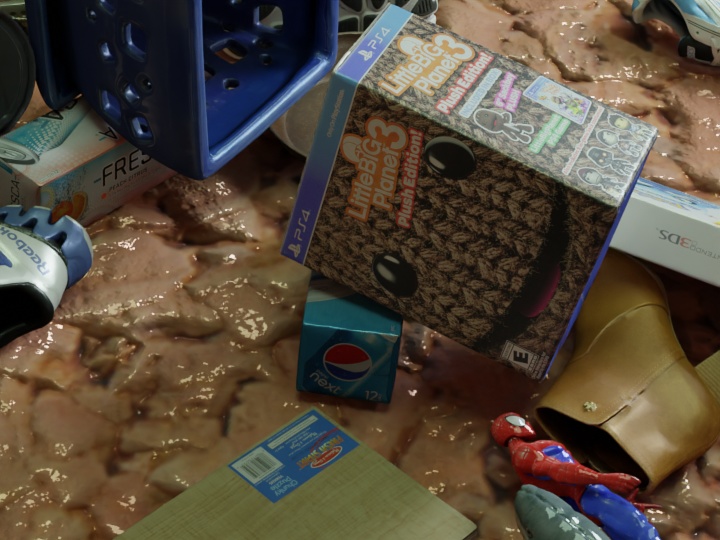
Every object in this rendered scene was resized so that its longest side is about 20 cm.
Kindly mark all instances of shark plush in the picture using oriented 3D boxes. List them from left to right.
[{"bbox_3d":[0.157,0.200,1.069,0.090,0.084,0.200,-17,30,-22],"label":"shark plush"}]

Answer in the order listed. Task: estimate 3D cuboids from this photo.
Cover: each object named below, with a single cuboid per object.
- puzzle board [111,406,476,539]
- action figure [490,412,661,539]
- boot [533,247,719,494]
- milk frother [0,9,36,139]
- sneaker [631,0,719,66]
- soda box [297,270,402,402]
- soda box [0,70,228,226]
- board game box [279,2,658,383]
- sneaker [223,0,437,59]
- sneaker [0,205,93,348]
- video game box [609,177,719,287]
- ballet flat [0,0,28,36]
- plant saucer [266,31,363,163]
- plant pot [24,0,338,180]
[{"bbox_3d":[-0.046,0.174,1.152,0.150,0.018,0.199,33,46,30],"label":"puzzle board"},{"bbox_3d":[0.159,0.152,1.169,0.199,0.065,0.052,35,80,28],"label":"action figure"},{"bbox_3d":[0.163,0.060,1.272,0.144,0.071,0.201,-29,56,-36],"label":"boot"},{"bbox_3d":[-0.376,-0.158,1.393,0.200,0.180,0.188,-51,34,2],"label":"milk frother"},{"bbox_3d":[0.327,-0.200,1.615,0.199,0.072,0.073,35,81,21],"label":"sneaker"},{"bbox_3d":[0.000,0.000,1.314,0.067,0.065,0.201,7,39,1],"label":"soda box"},{"bbox_3d":[-0.192,-0.096,1.413,0.068,0.064,0.200,32,46,27],"label":"soda box"},{"bbox_3d":[0.068,-0.050,1.205,0.199,0.160,0.097,26,41,9],"label":"board game box"},{"bbox_3d":[-0.032,-0.234,1.589,0.198,0.081,0.084,0,35,-7],"label":"sneaker"},{"bbox_3d":[-0.292,0.002,1.270,0.197,0.081,0.116,9,38,0],"label":"sneaker"},{"bbox_3d":[0.245,-0.026,1.339,0.199,0.047,0.182,21,12,16],"label":"video game box"},{"bbox_3d":[-0.265,-0.229,1.555,0.198,0.072,0.072,-6,42,-15],"label":"ballet flat"},{"bbox_3d":[0.012,-0.125,1.496,0.198,0.037,0.201,4,40,-4],"label":"plant saucer"},{"bbox_3d":[-0.139,-0.215,1.365,0.179,0.201,0.200,19,41,24],"label":"plant pot"}]
